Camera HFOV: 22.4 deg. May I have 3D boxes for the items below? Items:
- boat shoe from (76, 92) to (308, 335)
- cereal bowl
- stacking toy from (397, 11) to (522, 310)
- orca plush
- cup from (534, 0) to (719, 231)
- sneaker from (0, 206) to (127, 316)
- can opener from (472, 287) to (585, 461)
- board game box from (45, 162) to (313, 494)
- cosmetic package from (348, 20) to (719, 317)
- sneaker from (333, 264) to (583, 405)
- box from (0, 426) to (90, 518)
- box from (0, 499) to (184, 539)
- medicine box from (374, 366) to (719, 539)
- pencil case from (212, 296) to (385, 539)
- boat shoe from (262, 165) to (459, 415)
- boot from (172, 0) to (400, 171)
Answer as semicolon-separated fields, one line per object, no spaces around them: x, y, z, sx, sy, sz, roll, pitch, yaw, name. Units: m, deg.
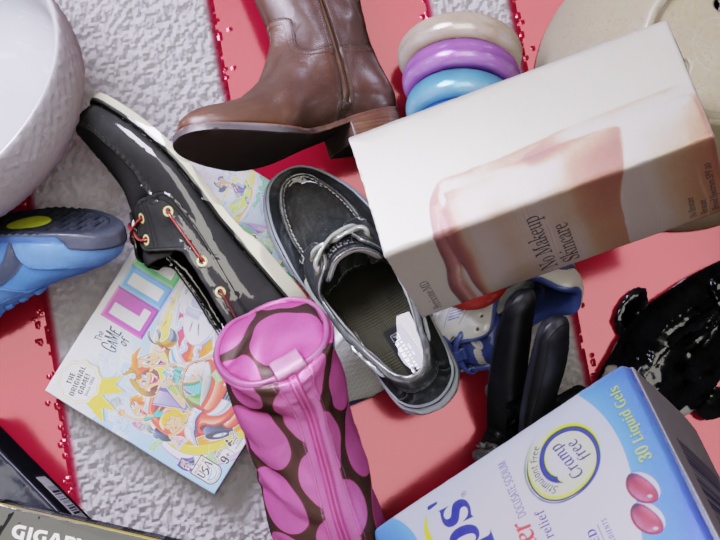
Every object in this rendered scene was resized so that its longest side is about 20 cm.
-0.119;-0.028;1.179;0.063;0.074;0.201;-41;91;-13;boat shoe
-0.264;-0.101;1.190;0.200;0.083;0.200;-12;56;19;cereal bowl
0.067;-0.067;1.186;0.085;0.085;0.200;2;61;-2;stacking toy
0.243;0.043;1.222;0.200;0.071;0.105;-24;86;-4;orca plush
0.224;-0.134;1.204;0.200;0.143;0.200;0;84;-3;cup
-0.242;0.005;1.198;0.200;0.066;0.078;-6;104;16;sneaker
0.106;0.075;1.162;0.063;0.200;0.079;30;64;26;can opener
-0.102;0.032;1.229;0.134;0.034;0.200;31;84;1;board game box
0.107;-0.057;1.079;0.200;0.103;0.087;-20;63;8;cosmetic package
0.054;0.037;1.198;0.200;0.075;0.088;-34;45;-4;sneaker
-0.249;0.228;1.162;0.200;0.117;0.197;-44;88;-7;box
-0.140;0.236;1.083;0.200;0.049;0.160;14;85;-1;box
0.132;0.193;1.086;0.200;0.103;0.182;-35;43;14;medicine box
-0.030;0.121;1.153;0.091;0.094;0.200;-17;117;1;pencil case
0.000;0.000;1.157;0.072;0.071;0.200;-35;64;-5;boat shoe
-0.068;-0.170;1.194;0.186;0.064;0.200;-5;75;-43;boot
